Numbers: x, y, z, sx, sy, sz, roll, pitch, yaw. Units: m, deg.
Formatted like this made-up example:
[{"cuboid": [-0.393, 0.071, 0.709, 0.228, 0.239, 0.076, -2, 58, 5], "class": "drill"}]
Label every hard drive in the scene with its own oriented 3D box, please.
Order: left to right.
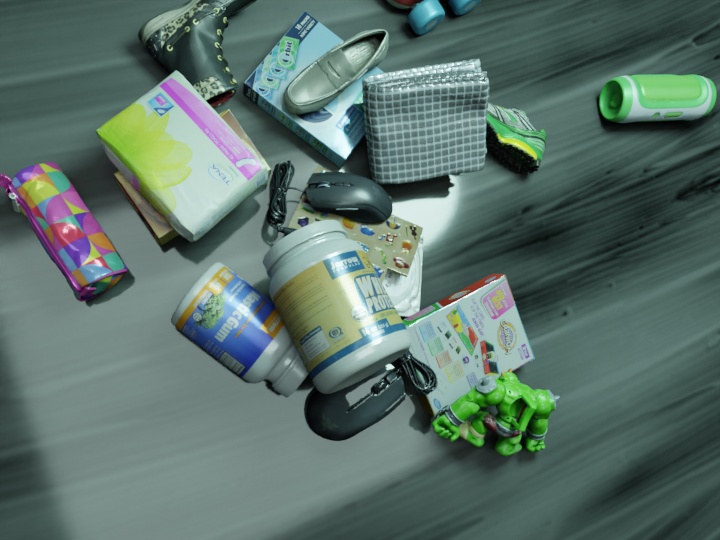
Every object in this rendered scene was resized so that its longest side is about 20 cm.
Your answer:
[{"cuboid": [0.000, 0.000, 0.986, 0.199, 0.038, 0.141, 7, 78, -11], "class": "hard drive"}]

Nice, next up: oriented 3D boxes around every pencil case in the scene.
[{"cuboid": [-0.416, -0.055, 0.871, 0.088, 0.088, 0.200, -37, 90, -17], "class": "pencil case"}]

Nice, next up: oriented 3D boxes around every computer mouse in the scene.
[{"cuboid": [-0.045, -0.102, 0.951, 0.199, 0.046, 0.141, 15, 56, -7], "class": "computer mouse"}, {"cuboid": [0.002, 0.178, 0.912, 0.200, 0.053, 0.139, -40, 92, 6], "class": "computer mouse"}]

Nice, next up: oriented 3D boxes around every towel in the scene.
[{"cuboid": [0.107, -0.228, 0.975, 0.199, 0.086, 0.166, -8, 121, -2], "class": "towel"}]

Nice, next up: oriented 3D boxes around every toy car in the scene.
[{"cuboid": [0.128, -0.539, 1.027, 0.176, 0.200, 0.185, -31, 89, -17], "class": "toy car"}]

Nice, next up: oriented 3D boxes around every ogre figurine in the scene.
[{"cuboid": [0.221, 0.221, 0.950, 0.199, 0.098, 0.120, 25, 117, -5], "class": "ogre figurine"}]

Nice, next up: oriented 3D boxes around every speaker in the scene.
[{"cuboid": [0.550, -0.319, 1.151, 0.199, 0.088, 0.089, -5, 81, -14], "class": "speaker"}]

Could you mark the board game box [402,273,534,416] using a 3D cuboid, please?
[{"cuboid": [0.166, 0.115, 0.986, 0.199, 0.040, 0.154, -25, 101, -16], "class": "board game box"}]

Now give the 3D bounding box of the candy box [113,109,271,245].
[{"cuboid": [-0.251, -0.142, 0.941, 0.200, 0.056, 0.117, -36, 89, -18], "class": "candy box"}]

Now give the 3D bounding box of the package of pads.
[{"cuboid": [-0.252, -0.158, 0.880, 0.200, 0.068, 0.154, 46, 73, -1], "class": "package of pads"}]

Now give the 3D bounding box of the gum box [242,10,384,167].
[{"cuboid": [-0.062, -0.298, 1.020, 0.200, 0.045, 0.170, 37, 74, -5], "class": "gum box"}]

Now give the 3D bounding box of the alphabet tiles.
[{"cuboid": [-0.004, -0.067, 0.975, 0.199, 0.008, 0.168, 23, 57, -3], "class": "alphabet tiles"}]

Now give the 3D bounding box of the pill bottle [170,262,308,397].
[{"cuboid": [-0.160, 0.090, 0.892, 0.200, 0.112, 0.112, 37, 74, -4], "class": "pill bottle"}]

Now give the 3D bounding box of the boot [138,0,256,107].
[{"cuboid": [-0.223, -0.352, 0.977, 0.203, 0.073, 0.154, -31, 91, -10], "class": "boot"}]

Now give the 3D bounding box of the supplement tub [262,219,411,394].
[{"cuboid": [-0.036, 0.048, 0.842, 0.144, 0.145, 0.201, -25, 76, -16], "class": "supplement tub"}]

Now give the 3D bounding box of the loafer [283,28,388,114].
[{"cuboid": [-0.037, -0.316, 0.969, 0.200, 0.070, 0.070, -42, 92, -17], "class": "loafer"}]

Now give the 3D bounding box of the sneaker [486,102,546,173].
[{"cuboid": [0.235, -0.253, 1.076, 0.200, 0.078, 0.085, 32, 68, -16], "class": "sneaker"}]
